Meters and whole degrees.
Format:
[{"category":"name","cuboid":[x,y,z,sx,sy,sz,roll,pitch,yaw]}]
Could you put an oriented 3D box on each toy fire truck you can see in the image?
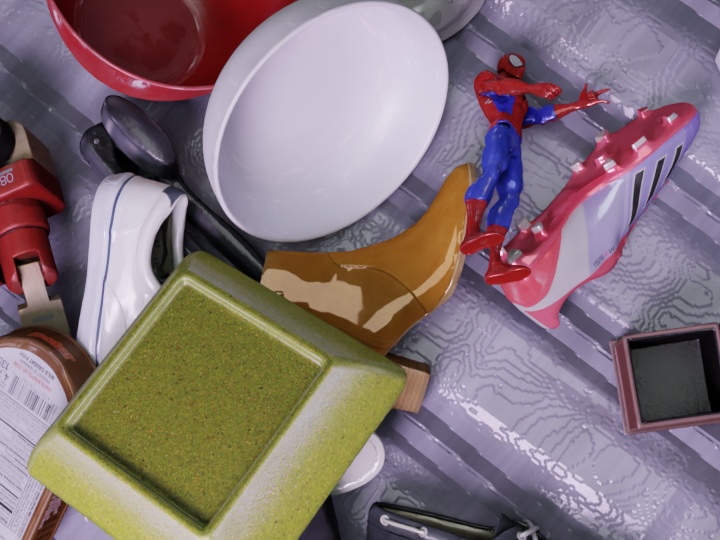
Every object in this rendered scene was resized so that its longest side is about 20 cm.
[{"category":"toy fire truck","cuboid":[-0.300,0.008,0.964,0.175,0.129,0.202,-23,70,3]}]

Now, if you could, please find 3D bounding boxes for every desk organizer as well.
[{"category":"desk organizer","cuboid":[0.285,0.069,0.891,0.198,0.077,0.073,-9,81,6]}]

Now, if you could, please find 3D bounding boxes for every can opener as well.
[{"category":"can opener","cuboid":[-0.144,-0.044,0.971,0.063,0.079,0.201,-39,88,-8]}]

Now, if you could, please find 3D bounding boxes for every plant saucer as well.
[{"category":"plant saucer","cuboid":[-0.103,0.092,0.824,0.199,0.048,0.200,29,71,26]}]

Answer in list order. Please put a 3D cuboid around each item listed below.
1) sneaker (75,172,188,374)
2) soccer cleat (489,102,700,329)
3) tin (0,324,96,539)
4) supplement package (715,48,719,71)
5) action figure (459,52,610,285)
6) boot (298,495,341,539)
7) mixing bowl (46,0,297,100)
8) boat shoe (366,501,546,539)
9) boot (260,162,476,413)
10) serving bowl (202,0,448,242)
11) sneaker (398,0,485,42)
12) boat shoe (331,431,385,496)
[{"category":"sneaker","cuboid":[-0.165,0.030,0.932,0.070,0.073,0.202,9,105,22]},{"category":"soccer cleat","cuboid":[0.184,-0.044,0.936,0.200,0.067,0.077,-43,112,-7]},{"category":"tin","cuboid":[-0.263,0.135,0.934,0.112,0.042,0.201,34,110,18]},{"category":"supplement package","cuboid":[0.377,-0.154,0.854,0.198,0.191,0.148,-25,79,3]},{"category":"action figure","cuboid":[0.128,-0.093,0.909,0.098,0.065,0.202,-17,47,26]},{"category":"boot","cuboid":[-0.092,0.202,0.883,0.163,0.066,0.202,-17,111,-7]},{"category":"mixing bowl","cuboid":[-0.158,-0.207,0.953,0.198,0.108,0.202,9,68,-22]},{"category":"boat shoe","cuboid":[0.098,0.205,0.896,0.198,0.076,0.061,4,88,7]},{"category":"boot","cuboid":[0.000,0.000,0.934,0.143,0.071,0.203,16,92,-1]},{"category":"serving bowl","cuboid":[-0.033,-0.121,0.913,0.200,0.200,0.066,-41,54,0]},{"category":"sneaker","cuboid":[0.083,-0.250,0.944,0.200,0.115,0.076,-36,79,1]},{"category":"boat shoe","cuboid":[-0.078,0.127,0.933,0.198,0.062,0.074,-4,109,9]}]
